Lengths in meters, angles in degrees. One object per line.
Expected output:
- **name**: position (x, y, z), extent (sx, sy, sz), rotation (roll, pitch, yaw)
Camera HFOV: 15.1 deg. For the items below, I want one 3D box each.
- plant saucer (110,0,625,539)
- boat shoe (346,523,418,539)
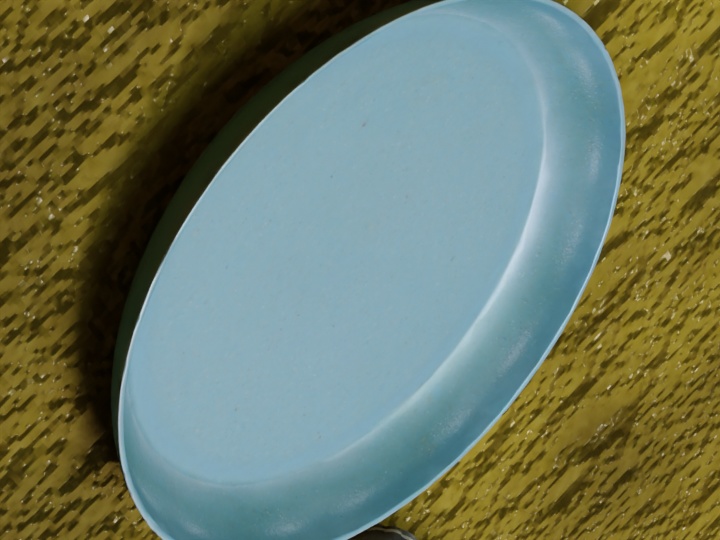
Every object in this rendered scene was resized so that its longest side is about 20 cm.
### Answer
- **plant saucer**: position (0.000, 0.000, 0.820), extent (0.200, 0.027, 0.200), rotation (-30, 139, -30)
- **boat shoe**: position (0.024, 0.153, 0.952), extent (0.060, 0.072, 0.200), rotation (-62, 146, -39)
